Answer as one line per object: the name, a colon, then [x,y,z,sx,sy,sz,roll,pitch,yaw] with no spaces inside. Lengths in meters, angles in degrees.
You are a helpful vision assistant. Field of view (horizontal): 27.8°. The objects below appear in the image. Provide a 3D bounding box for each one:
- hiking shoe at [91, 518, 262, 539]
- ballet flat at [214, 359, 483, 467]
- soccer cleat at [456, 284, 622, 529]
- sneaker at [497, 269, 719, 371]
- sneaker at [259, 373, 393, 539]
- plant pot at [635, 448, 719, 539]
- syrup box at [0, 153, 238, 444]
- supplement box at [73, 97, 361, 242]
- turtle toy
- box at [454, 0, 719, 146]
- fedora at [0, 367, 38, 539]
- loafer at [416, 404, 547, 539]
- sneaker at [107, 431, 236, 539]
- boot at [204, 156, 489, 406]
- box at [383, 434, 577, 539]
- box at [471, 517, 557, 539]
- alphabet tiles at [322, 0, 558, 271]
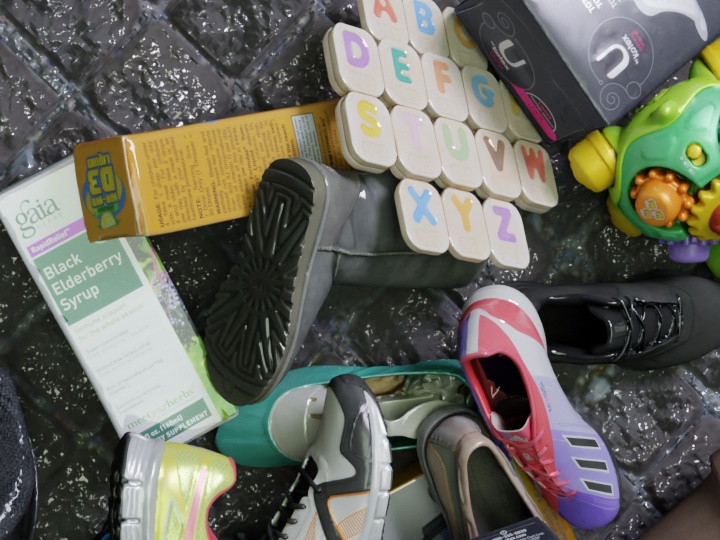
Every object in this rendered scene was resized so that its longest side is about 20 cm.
hiking shoe: [-0.143,0.204,0.990,0.198,0.074,0.088,-15,97,-10]
ballet flat: [-0.003,0.099,1.012,0.198,0.070,0.068,-9,96,-10]
soccer cleat: [0.117,0.108,0.978,0.068,0.073,0.201,-15,116,27]
sneaker: [0.186,0.040,1.036,0.198,0.091,0.077,-6,93,-12]
sneaker: [-0.027,0.166,0.945,0.079,0.074,0.203,5,98,-13]
plant pot: [0.254,0.240,1.025,0.173,0.200,0.201,-29,99,9]
syrup box: [-0.163,0.022,0.971,0.078,0.081,0.202,-28,100,-9]
supplement box: [-0.083,-0.067,0.943,0.199,0.066,0.070,-18,99,-42]
turtle toy: [0.245,-0.060,1.017,0.145,0.102,0.200,-37,142,11]
box: [0.184,-0.197,1.000,0.199,0.106,0.123,-39,99,-15]
fedora: [-0.259,0.126,0.905,0.200,0.091,0.203,24,54,-39]
loafer: [0.099,0.186,0.994,0.071,0.063,0.201,-32,109,-11]
sneaker: [-0.116,0.205,0.925,0.089,0.078,0.203,2,99,-16]
boot: [0.001,0.002,0.975,0.072,0.199,0.183,35,112,30]
box: [0.050,0.202,1.045,0.199,0.041,0.120,-28,99,-10]
box: [0.091,0.282,0.932,0.121,0.106,0.202,-14,117,-16]
alphabet tiles: [0.058,-0.099,0.973,0.199,0.015,0.198,10,62,-42]
